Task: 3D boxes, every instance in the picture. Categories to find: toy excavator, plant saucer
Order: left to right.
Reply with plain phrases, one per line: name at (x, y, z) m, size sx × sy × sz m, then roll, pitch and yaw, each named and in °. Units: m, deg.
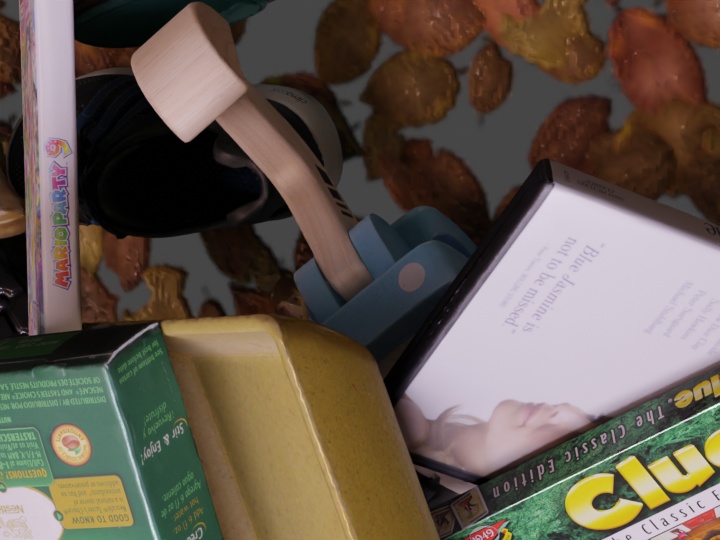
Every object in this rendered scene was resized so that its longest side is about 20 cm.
plant saucer at (-0.022, 0.104, 0.983) m, size 0.200 × 0.048 × 0.201 m, roll -4°, pitch 107°, yaw 64°
toy excavator at (0.000, 0.000, 1.052) m, size 0.100 × 0.194 × 0.200 m, roll -40°, pitch 55°, yaw 12°

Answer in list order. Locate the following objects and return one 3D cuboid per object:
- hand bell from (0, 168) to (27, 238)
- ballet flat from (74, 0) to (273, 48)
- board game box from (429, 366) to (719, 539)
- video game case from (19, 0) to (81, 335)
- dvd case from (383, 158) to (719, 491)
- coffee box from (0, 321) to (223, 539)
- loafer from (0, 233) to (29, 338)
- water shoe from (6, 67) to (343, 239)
hand bell at (-0.202, -0.119, 1.184) m, size 0.104 × 0.104 × 0.201 m, roll -9°, pitch 79°, yaw 41°
ballet flat at (-0.049, -0.142, 1.101) m, size 0.199 × 0.067 × 0.064 m, roll -10°, pitch 74°, yaw 40°
board game box at (0.130, 0.087, 0.979) m, size 0.200 × 0.024 × 0.105 m, roll -29°, pitch 125°, yaw 19°
video game case at (-0.131, -0.026, 1.083) m, size 0.143 × 0.018 × 0.201 m, roll -176°, pitch 84°, yaw -80°
dvd case at (0.117, 0.045, 0.967) m, size 0.199 × 0.018 × 0.143 m, roll 20°, pitch 126°, yaw -21°
coffee box at (-0.108, 0.122, 1.002) m, size 0.123 × 0.044 × 0.201 m, roll -7°, pitch 108°, yaw 31°
loafer at (-0.198, -0.012, 1.259) m, size 0.201 × 0.068 × 0.070 m, roll 63°, pitch 170°, yaw 15°
water shoe at (-0.102, -0.051, 1.158) m, size 0.199 × 0.079 × 0.072 m, roll -3°, pitch 105°, yaw 39°
